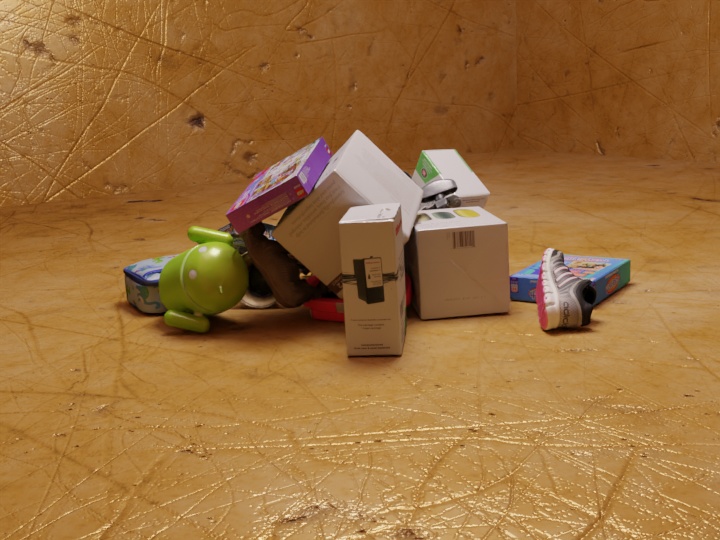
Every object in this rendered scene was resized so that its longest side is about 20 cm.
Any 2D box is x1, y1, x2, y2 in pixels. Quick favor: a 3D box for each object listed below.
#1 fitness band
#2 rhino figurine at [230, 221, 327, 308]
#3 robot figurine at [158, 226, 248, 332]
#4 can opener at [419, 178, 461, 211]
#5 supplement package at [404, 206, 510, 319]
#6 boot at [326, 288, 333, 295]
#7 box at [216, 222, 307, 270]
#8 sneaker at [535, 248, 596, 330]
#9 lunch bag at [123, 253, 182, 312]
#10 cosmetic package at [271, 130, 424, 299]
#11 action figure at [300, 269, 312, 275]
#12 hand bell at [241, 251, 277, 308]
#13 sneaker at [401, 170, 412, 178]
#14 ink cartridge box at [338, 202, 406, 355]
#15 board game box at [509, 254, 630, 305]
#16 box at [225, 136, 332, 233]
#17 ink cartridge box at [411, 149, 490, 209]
[{"bbox_3d":[-0.009,0.038,1.573,0.199,0.038,0.144,4,27,27],"label":"fitness band"},{"bbox_3d":[-0.143,-0.023,1.520,0.060,0.200,0.087,-38,-3,38],"label":"rhino figurine"},{"bbox_3d":[-0.259,0.019,1.537,0.115,0.176,0.200,26,-24,-28],"label":"robot figurine"},{"bbox_3d":[0.091,-0.106,1.716,0.199,0.067,0.053,-23,-25,12],"label":"can opener"},{"bbox_3d":[0.157,-0.018,1.592,0.151,0.152,0.200,-5,12,-5],"label":"supplement package"},{"bbox_3d":[0.000,-0.001,1.747,0.153,0.074,0.204,-5,10,7],"label":"boot"},{"bbox_3d":[-0.160,-0.048,1.758,0.199,0.038,0.136,14,-14,-26],"label":"box"},{"bbox_3d":[0.327,0.032,1.475,0.087,0.074,0.200,7,29,5],"label":"sneaker"},{"bbox_3d":[-0.322,0.019,1.709,0.199,0.083,0.161,-11,17,-28],"label":"lunch bag"},{"bbox_3d":[-0.016,-0.096,1.546,0.165,0.165,0.200,-43,12,26],"label":"cosmetic package"},{"bbox_3d":[-0.120,-0.029,1.923,0.199,0.070,0.130,2,5,3],"label":"action figure"},{"bbox_3d":[-0.168,0.016,1.734,0.103,0.105,0.200,-2,-1,6],"label":"hand bell"},{"bbox_3d":[0.033,-0.140,1.885,0.076,0.114,0.199,39,76,25],"label":"sneaker"},{"bbox_3d":[0.021,0.010,1.377,0.083,0.201,0.147,-2,12,7],"label":"ink cartridge box"},{"bbox_3d":[0.371,0.015,1.641,0.151,0.045,0.200,5,15,34],"label":"board game box"},{"bbox_3d":[-0.127,-0.140,1.499,0.136,0.039,0.200,-26,18,21],"label":"box"},{"bbox_3d":[0.156,-0.117,1.839,0.084,0.201,0.146,-8,47,-29],"label":"ink cartridge box"}]
